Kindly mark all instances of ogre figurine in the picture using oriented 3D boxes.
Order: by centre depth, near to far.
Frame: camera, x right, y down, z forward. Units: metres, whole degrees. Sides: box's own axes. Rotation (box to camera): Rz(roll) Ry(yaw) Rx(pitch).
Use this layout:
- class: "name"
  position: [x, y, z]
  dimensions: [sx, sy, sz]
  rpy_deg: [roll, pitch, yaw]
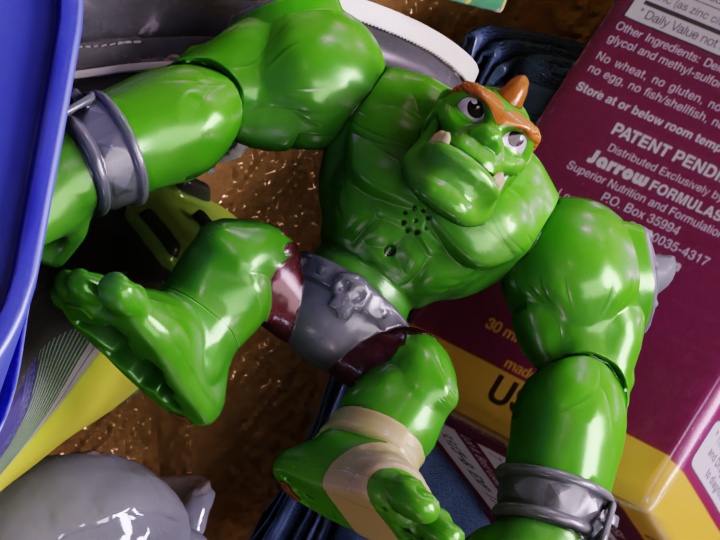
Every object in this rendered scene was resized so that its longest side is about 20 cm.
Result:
- class: "ogre figurine"
  position: [0.000, 0.000, 0.823]
  dimensions: [0.120, 0.200, 0.098]
  rpy_deg: [-55, 166, -20]

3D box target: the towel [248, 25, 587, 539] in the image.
- class: "towel"
  position: [0.036, 0.021, 0.984]
  dimensions: [0.111, 0.048, 0.201]
  rpy_deg: [4, 109, -55]

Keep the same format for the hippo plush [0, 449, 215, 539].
- class: "hippo plush"
  position: [-0.038, 0.120, 0.908]
  dimensions: [0.159, 0.161, 0.200]
  rpy_deg: [-38, 146, 2]

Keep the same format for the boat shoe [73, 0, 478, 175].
- class: "boat shoe"
  position: [-0.058, -0.055, 0.872]
  dimensions: [0.199, 0.072, 0.068]
  rpy_deg: [9, 79, -29]

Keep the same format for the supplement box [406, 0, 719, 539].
- class: "supplement box"
  position: [0.112, -0.006, 0.928]
  dimensions: [0.200, 0.103, 0.131]
  rpy_deg: [-56, 150, -13]

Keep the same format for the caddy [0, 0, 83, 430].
- class: "caddy"
  position: [-0.143, -0.025, 0.735]
  dimensions: [0.141, 0.105, 0.201]
  rpy_deg: [13, 68, -12]

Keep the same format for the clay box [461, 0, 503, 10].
- class: "clay box"
  position: [-0.005, -0.150, 0.878]
  dimensions: [0.199, 0.048, 0.115]
  rpy_deg: [11, 104, -35]

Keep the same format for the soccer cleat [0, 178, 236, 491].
- class: "soccer cleat"
  position: [-0.099, 0.026, 0.862]
  dimensions: [0.200, 0.065, 0.084]
  rpy_deg: [-29, 160, -53]
